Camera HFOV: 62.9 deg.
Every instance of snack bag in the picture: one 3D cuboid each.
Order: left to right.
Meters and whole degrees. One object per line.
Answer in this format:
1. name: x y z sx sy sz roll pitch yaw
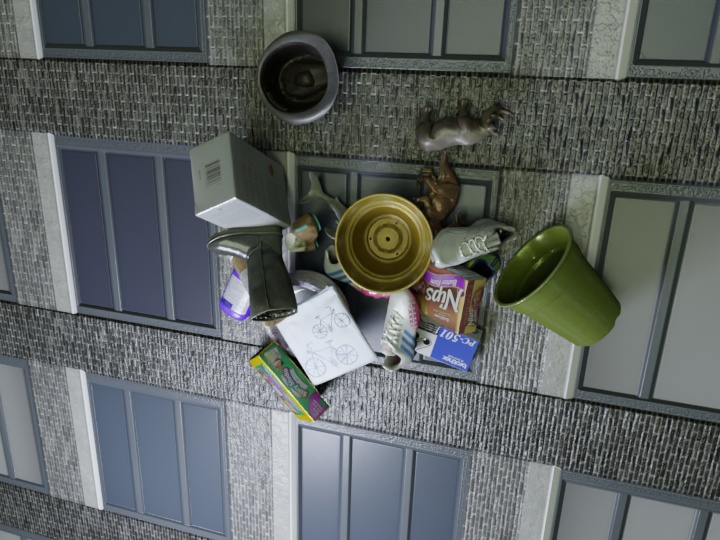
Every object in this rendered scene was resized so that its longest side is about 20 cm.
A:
1. snack bag: -0.083 0.146 1.302 0.188 0.021 0.201 -27 101 27

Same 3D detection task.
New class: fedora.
1. fedora: -0.115 -0.396 1.214 0.198 0.090 0.178 -12 102 27

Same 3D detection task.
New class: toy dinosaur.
1. toy dinosaur: 0.171 -0.139 1.216 0.134 0.086 0.202 19 99 2

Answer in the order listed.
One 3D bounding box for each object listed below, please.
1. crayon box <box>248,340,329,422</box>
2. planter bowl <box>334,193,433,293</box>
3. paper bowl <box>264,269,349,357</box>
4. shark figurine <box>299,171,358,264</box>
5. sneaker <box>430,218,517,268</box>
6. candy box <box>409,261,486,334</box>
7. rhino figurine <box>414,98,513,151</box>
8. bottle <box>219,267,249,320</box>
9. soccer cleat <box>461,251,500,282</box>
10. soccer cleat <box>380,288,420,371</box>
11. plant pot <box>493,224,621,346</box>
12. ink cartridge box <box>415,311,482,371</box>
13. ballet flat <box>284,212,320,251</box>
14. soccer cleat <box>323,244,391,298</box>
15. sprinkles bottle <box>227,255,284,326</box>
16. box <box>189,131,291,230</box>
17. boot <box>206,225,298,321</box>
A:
1. crayon box: -0.175 0.268 1.414 0.200 0.058 0.172 50 158 -3
2. planter bowl: 0.052 -0.059 1.207 0.198 0.083 0.203 2 101 10
3. paper bowl: -0.119 0.096 1.365 0.199 0.104 0.203 7 112 17
4. shark figurine: -0.032 -0.121 1.280 0.216 0.127 0.090 61 139 21
5. sneaker: 0.223 -0.058 1.160 0.087 0.199 0.075 9 120 59
6. candy box: 0.165 0.037 1.225 0.200 0.056 0.118 34 122 50
7. rhino figurine: 0.199 -0.282 1.150 0.198 0.060 0.088 -6 70 22
8. bottle: -0.270 0.022 1.413 0.083 0.065 0.201 30 114 5
9. soccer cleat: 0.212 0.029 1.249 0.065 0.084 0.200 46 120 -3
10. soccer cleat: 0.079 0.129 1.245 0.070 0.086 0.202 25 132 39
11. plant pot: 0.401 0.046 1.158 0.189 0.200 0.200 38 115 -12
12. ink cartridge box: 0.162 0.145 1.320 0.198 0.044 0.095 21 124 10
13. ballet flat: -0.128 -0.072 1.268 0.072 0.200 0.068 -28 88 -10
14. soccer cleat: 0.000 0.000 1.296 0.199 0.070 0.087 17 130 27
15. sprinkles bottle: -0.226 0.024 1.293 0.068 0.068 0.201 -43 65 25
16. box: -0.250 -0.171 1.246 0.106 0.200 0.154 -18 69 22
17. boot: -0.229 0.011 1.232 0.180 0.073 0.202 -9 72 0
